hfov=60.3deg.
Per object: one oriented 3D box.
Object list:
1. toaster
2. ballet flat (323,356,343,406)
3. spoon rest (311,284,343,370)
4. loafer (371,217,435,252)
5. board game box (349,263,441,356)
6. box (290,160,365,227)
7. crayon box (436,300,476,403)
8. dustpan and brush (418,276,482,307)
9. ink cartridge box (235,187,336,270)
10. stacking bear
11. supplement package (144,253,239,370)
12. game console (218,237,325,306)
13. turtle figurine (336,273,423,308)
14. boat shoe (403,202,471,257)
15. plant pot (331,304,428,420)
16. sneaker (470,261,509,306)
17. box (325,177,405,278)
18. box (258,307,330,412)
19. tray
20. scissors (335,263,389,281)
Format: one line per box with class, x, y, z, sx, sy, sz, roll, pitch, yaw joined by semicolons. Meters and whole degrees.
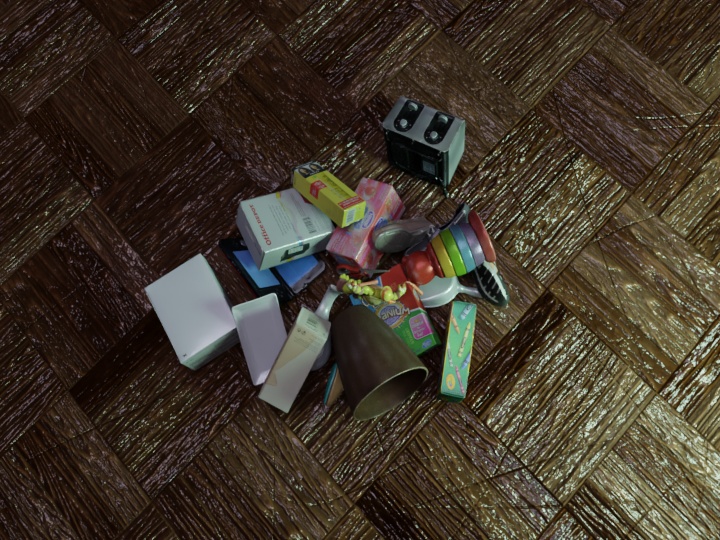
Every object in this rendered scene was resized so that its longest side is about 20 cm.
toaster;0.157;-0.305;1.508;0.177;0.201;0.121;26;73;18
ballet flat;-0.036;0.213;1.423;0.061;0.069;0.207;13;75;-8
spoon rest;-0.095;0.134;1.452;0.097;0.060;0.205;25;82;-14
loafer;0.099;-0.090;1.472;0.195;0.073;0.063;-7;47;-36
board game box;0.077;0.113;1.427;0.151;0.040;0.204;-32;72;20
box;-0.078;-0.181;1.445;0.074;0.051;0.199;-24;52;-34
crayon box;0.214;0.184;1.388;0.056;0.119;0.207;9;74;6
dustpan and brush;0.207;0.033;1.474;0.193;0.058;0.143;9;66;12
ink cartridge box;-0.179;-0.105;1.469;0.196;0.083;0.148;-18;68;-30
stacking bear;0.190;-0.033;1.375;0.195;0.114;0.124;-25;97;7
supplement package;-0.380;0.098;1.449;0.153;0.111;0.203;-31;75;-6
game console;-0.209;-0.036;1.477;0.119;0.171;0.201;-47;74;23
turtle figurine;0.029;0.048;1.362;0.195;0.159;0.067;4;92;-37
boat shoe;0.178;-0.087;1.449;0.196;0.073;0.064;-31;115;-2
plant pot;0.020;0.182;1.339;0.183;0.188;0.203;-29;62;-6
sneaker;0.297;-0.010;1.459;0.078;0.074;0.203;-17;68;-33
box;0.014;-0.103;1.478;0.093;0.103;0.204;18;73;32
box;-0.144;0.197;1.365;0.076;0.095;0.204;27;106;-5
tray;-0.220;0.155;1.412;0.104;0.022;0.206;-17;113;-13
scissors;0.000;0.000;1.419;0.072;0.199;0.014;37;70;-13
